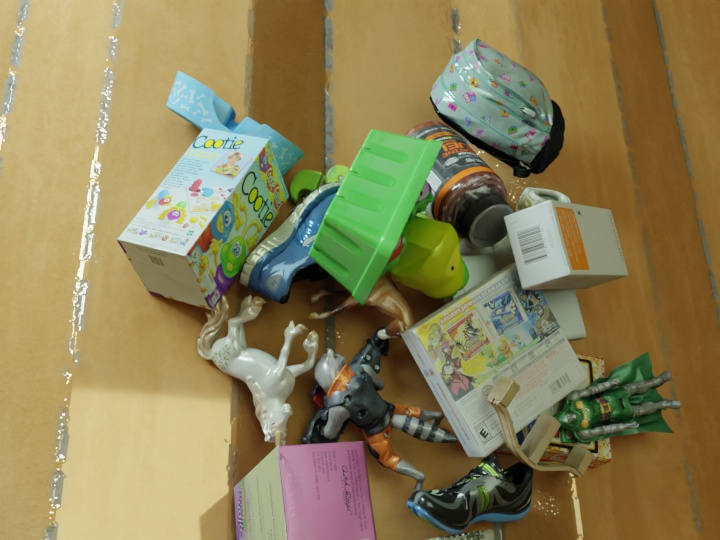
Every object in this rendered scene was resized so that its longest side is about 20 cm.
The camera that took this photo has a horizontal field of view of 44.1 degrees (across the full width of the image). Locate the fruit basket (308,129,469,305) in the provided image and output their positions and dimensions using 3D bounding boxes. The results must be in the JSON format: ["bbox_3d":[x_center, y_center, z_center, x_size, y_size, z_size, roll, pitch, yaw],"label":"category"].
[{"bbox_3d":[0.059,-0.048,1.100,0.215,0.156,0.216,9,56,-14],"label":"fruit basket"}]

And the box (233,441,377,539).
[{"bbox_3d":[-0.061,0.293,0.942,0.097,0.200,0.176,2,65,-22],"label":"box"}]

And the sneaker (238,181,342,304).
[{"bbox_3d":[-0.064,-0.032,1.143,0.089,0.079,0.200,39,64,4],"label":"sneaker"}]

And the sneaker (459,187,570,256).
[{"bbox_3d":[0.213,-0.065,1.271,0.200,0.116,0.074,-15,46,-32],"label":"sneaker"}]

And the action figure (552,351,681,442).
[{"bbox_3d":[0.340,0.183,1.198,0.200,0.055,0.118,-10,74,-26],"label":"action figure"}]

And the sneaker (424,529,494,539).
[{"bbox_3d":[0.080,0.368,1.043,0.200,0.070,0.100,-3,72,-22],"label":"sneaker"}]

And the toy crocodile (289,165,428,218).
[{"bbox_3d":[0.000,-0.095,1.236,0.200,0.068,0.062,20,78,-10],"label":"toy crocodile"}]

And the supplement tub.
[{"bbox_3d":[0.132,-0.117,1.234,0.107,0.107,0.200,-10,42,-26],"label":"supplement tub"}]

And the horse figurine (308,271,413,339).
[{"bbox_3d":[0.000,0.000,1.171,0.132,0.050,0.200,-4,57,4],"label":"horse figurine"}]

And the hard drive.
[{"bbox_3d":[0.209,0.041,1.219,0.200,0.027,0.132,-4,74,-26],"label":"hard drive"}]

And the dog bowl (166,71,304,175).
[{"bbox_3d":[-0.171,-0.190,1.190,0.200,0.111,0.050,32,90,-5],"label":"dog bowl"}]

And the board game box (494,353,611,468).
[{"bbox_3d":[0.242,0.179,1.214,0.200,0.046,0.152,13,61,-17],"label":"board game box"}]

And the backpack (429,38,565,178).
[{"bbox_3d":[0.203,-0.248,1.326,0.200,0.127,0.167,27,28,-20],"label":"backpack"}]

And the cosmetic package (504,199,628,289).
[{"bbox_3d":[0.279,-0.031,1.189,0.200,0.071,0.102,0,74,-53],"label":"cosmetic package"}]

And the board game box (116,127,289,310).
[{"bbox_3d":[-0.188,-0.067,1.101,0.105,0.103,0.200,13,55,25],"label":"board game box"}]

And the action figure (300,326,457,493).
[{"bbox_3d":[0.026,0.154,1.107,0.193,0.105,0.200,36,58,-14],"label":"action figure"}]

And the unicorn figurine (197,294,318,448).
[{"bbox_3d":[-0.116,0.117,1.066,0.200,0.074,0.137,29,87,31],"label":"unicorn figurine"}]

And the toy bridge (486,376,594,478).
[{"bbox_3d":[0.222,0.212,1.111,0.200,0.027,0.067,42,75,-31],"label":"toy bridge"}]

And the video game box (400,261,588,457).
[{"bbox_3d":[0.175,0.110,1.142,0.200,0.047,0.182,-29,94,-27],"label":"video game box"}]

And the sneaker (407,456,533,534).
[{"bbox_3d":[0.136,0.268,1.086,0.199,0.071,0.083,2,106,-37],"label":"sneaker"}]
